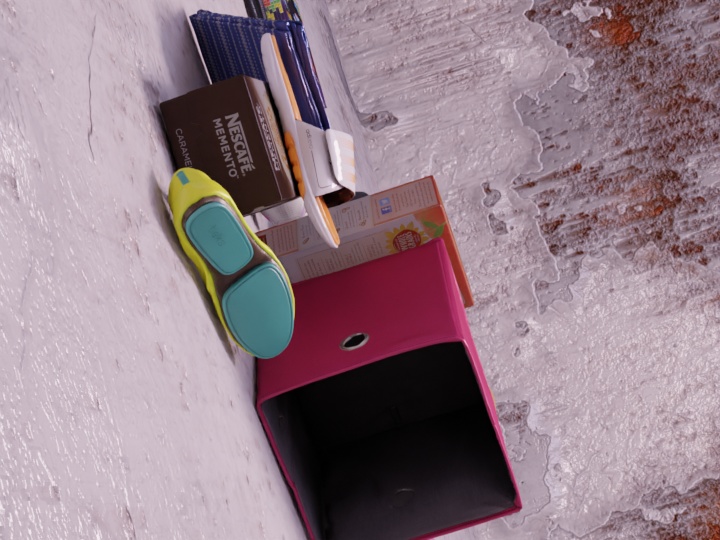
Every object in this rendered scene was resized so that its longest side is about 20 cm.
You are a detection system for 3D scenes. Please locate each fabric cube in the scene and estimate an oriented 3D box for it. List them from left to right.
[{"bbox_3d":[0.023,0.119,1.527,0.200,0.195,0.201,-96,167,-62],"label":"fabric cube"}]

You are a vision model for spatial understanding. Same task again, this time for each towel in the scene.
[{"bbox_3d":[-0.095,-0.187,1.624,0.199,0.024,0.146,19,-48,54],"label":"towel"}]

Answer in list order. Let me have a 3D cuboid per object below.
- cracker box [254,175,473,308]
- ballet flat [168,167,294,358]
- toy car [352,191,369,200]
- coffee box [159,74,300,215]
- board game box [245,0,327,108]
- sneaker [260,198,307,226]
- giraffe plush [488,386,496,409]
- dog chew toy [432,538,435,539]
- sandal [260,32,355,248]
[{"bbox_3d":[0.000,0.000,1.633,0.058,0.198,0.135,-102,173,-52],"label":"cracker box"},{"bbox_3d":[-0.107,-0.010,1.336,0.067,0.067,0.201,50,-10,42],"label":"ballet flat"},{"bbox_3d":[-0.016,-0.015,1.847,0.200,0.163,0.159,-120,-172,-53],"label":"toy car"},{"bbox_3d":[-0.110,-0.105,1.458,0.200,0.079,0.115,-55,127,-84],"label":"coffee box"},{"bbox_3d":[-0.106,-0.317,2.295,0.200,0.056,0.167,39,34,-81],"label":"board game box"},{"bbox_3d":[-0.087,-0.112,1.781,0.201,0.081,0.089,-85,160,-54],"label":"sneaker"},{"bbox_3d":[0.047,0.197,1.809,0.163,0.198,0.174,94,-8,-50],"label":"giraffe plush"},{"bbox_3d":[0.067,0.349,1.738,0.200,0.124,0.125,-114,-176,-62],"label":"dog chew toy"},{"bbox_3d":[-0.039,-0.125,1.504,0.079,0.059,0.208,10,63,-86],"label":"sandal"}]
